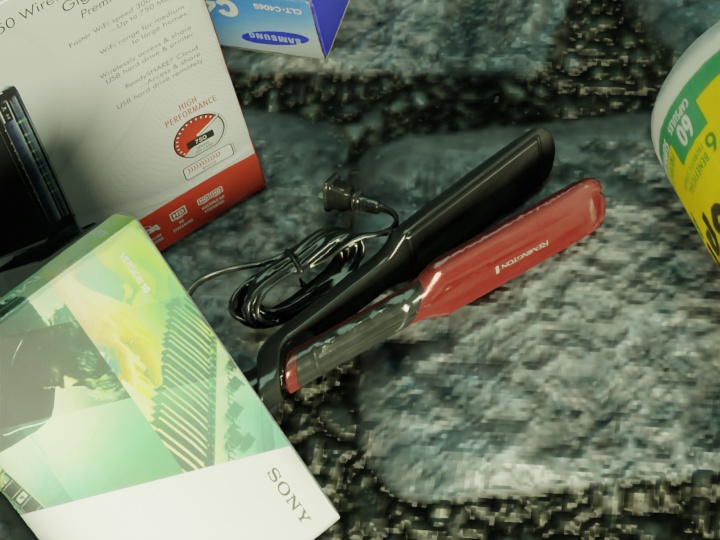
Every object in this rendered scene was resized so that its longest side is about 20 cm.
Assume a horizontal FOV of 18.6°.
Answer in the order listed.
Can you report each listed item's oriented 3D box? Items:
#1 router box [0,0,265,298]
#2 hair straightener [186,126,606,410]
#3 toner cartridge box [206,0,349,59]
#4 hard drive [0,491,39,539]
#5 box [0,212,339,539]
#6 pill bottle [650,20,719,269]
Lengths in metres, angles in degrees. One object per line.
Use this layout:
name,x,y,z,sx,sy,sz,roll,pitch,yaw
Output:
router box,-0.149,-0.049,0.874,0.200,0.180,0.049,-33,56,-11
hair straightener,0.000,0.000,0.905,0.200,0.041,0.077,-33,56,-7
toner cartridge box,-0.033,-0.194,1.032,0.095,0.043,0.200,9,58,18
hard drive,-0.117,0.196,0.740,0.139,0.033,0.200,-37,84,-14
box,-0.124,0.094,0.803,0.200,0.144,0.036,-39,17,-16
pill bottle,0.196,-0.003,0.818,0.113,0.113,0.200,-21,56,-4
